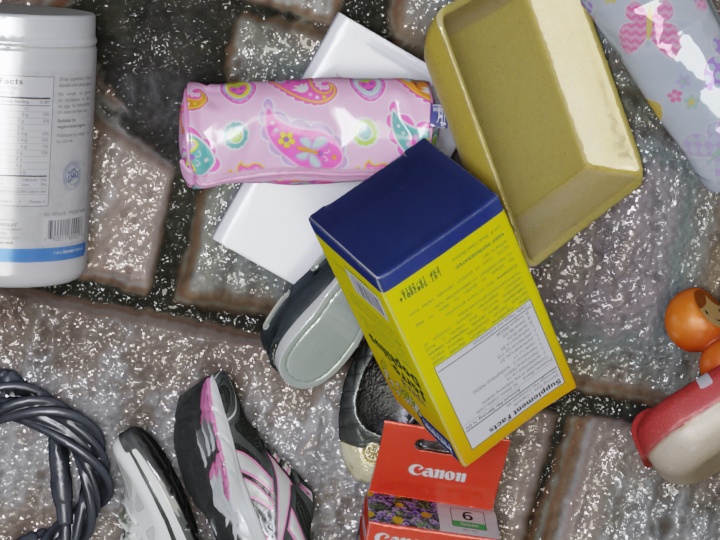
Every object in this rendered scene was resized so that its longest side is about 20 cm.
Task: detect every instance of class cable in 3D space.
[{"bbox_3d":[-0.292,0.183,1.698,0.163,0.051,0.200,32,92,-14],"label":"cable"}]

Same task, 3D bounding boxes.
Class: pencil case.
[{"bbox_3d":[-0.037,-0.101,1.616,0.199,0.087,0.088,0,100,-4],"label":"pencil case"},{"bbox_3d":[0.256,-0.158,1.656,0.091,0.083,0.200,-33,101,16],"label":"pencil case"}]

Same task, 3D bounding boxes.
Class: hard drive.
[{"bbox_3d":[-0.010,-0.081,1.678,0.132,0.025,0.201,29,97,-9],"label":"hard drive"}]

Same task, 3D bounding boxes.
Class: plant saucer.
[{"bbox_3d":[0.123,-0.123,1.624,0.048,0.200,0.201,-13,104,38],"label":"plant saucer"}]

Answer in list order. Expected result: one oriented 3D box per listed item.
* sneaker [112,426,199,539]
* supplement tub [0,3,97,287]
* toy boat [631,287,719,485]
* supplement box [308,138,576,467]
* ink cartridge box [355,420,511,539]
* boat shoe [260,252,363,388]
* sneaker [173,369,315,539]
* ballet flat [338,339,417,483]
[{"bbox_3d":[-0.180,0.227,1.690,0.115,0.076,0.201,-21,109,-1],"label":"sneaker"},{"bbox_3d":[-0.264,-0.095,1.603,0.131,0.132,0.201,3,99,-5],"label":"supplement tub"},{"bbox_3d":[0.289,0.070,1.696,0.200,0.131,0.131,-33,72,2],"label":"toy boat"},{"bbox_3d":[0.062,0.025,1.586,0.109,0.109,0.200,-34,128,-11],"label":"supplement box"},{"bbox_3d":[0.051,0.223,1.704,0.108,0.050,0.201,9,114,-6],"label":"ink cartridge box"},{"bbox_3d":[0.000,0.000,1.648,0.200,0.060,0.076,-42,128,0],"label":"boat shoe"},{"bbox_3d":[-0.083,0.174,1.704,0.086,0.080,0.201,-18,95,-33],"label":"sneaker"},{"bbox_3d":[0.029,0.074,1.693,0.066,0.057,0.201,16,100,-11],"label":"ballet flat"}]
